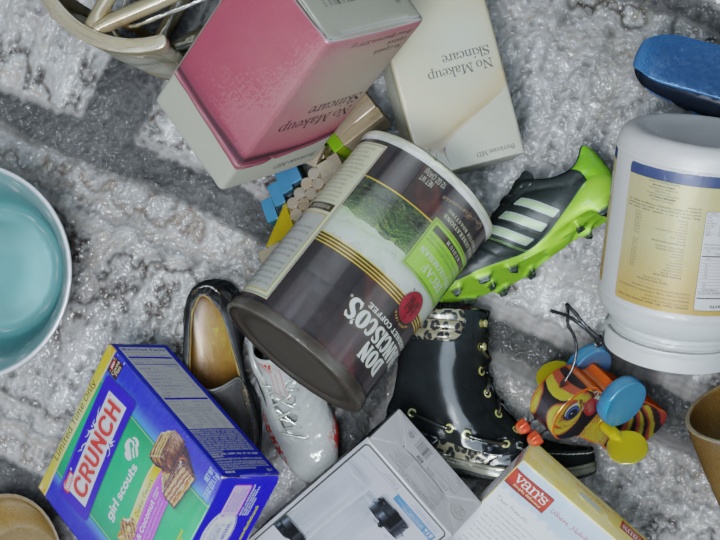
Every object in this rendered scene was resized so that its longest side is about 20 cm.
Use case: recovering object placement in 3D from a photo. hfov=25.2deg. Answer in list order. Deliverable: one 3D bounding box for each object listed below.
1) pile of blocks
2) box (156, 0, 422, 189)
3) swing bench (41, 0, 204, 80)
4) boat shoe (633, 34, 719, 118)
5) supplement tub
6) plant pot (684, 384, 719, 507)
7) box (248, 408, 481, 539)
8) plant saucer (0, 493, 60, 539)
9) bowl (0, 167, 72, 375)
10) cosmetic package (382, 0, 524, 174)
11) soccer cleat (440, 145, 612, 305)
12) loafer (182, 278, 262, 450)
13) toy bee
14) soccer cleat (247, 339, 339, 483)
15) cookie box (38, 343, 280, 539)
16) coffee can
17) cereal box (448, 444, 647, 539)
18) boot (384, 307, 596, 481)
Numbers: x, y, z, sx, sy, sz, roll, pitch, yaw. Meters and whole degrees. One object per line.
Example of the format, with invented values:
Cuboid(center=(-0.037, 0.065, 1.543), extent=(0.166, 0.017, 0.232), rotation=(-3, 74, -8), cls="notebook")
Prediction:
Cuboid(center=(-0.040, -0.085, 1.504), extent=(0.082, 0.062, 0.201), rotation=(29, 89, 23), cls="pile of blocks")
Cuboid(center=(-0.063, -0.181, 1.380), extent=(0.109, 0.127, 0.200), rotation=(54, 133, 14), cls="box")
Cuboid(center=(-0.158, -0.254, 1.443), extent=(0.200, 0.199, 0.130), rotation=(-41, 85, 6), cls="swing bench")
Cuboid(center=(0.345, -0.163, 1.446), extent=(0.199, 0.069, 0.085), rotation=(27, 81, 11), cls="boat shoe")
Cuboid(center=(0.284, -0.024, 1.400), extent=(0.143, 0.144, 0.201), rotation=(7, 109, 7), cls="supplement tub")
Cuboid(center=(0.396, 0.202, 1.402), extent=(0.185, 0.186, 0.201), rotation=(-14, 104, 8), cls="plant pot")
Cuboid(center=(0.001, 0.228, 1.451), extent=(0.117, 0.060, 0.200), rotation=(49, 129, 3), cls="box")
Cuboid(center=(-0.339, 0.314, 1.522), extent=(0.199, 0.035, 0.202), rotation=(-15, 64, 33), cls="plant saucer")
Cuboid(center=(-0.353, 0.000, 1.521), extent=(0.199, 0.105, 0.202), rotation=(0, 91, 8), cls="bowl")
Cuboid(center=(0.073, -0.188, 1.469), extent=(0.103, 0.073, 0.201), rotation=(-16, 88, -5), cls="cosmetic package")
Cuboid(center=(0.146, -0.039, 1.480), extent=(0.199, 0.067, 0.081), rotation=(-31, 63, 11), cls="soccer cleat")
Cuboid(center=(-0.137, 0.110, 1.509), extent=(0.072, 0.072, 0.202), rotation=(-10, 90, 7), cls="loafer")
Cuboid(center=(0.187, 0.114, 1.416), extent=(0.109, 0.131, 0.200), rotation=(-45, 117, 2), cls="toy bee")
Cuboid(center=(-0.069, 0.103, 1.494), extent=(0.068, 0.085, 0.201), rotation=(-14, 89, 7), cls="soccer cleat")
Cuboid(center=(-0.186, 0.191, 1.456), extent=(0.200, 0.075, 0.172), rotation=(42, 113, 37), cls="cookie box")
Cuboid(center=(0.000, 0.000, 1.404), extent=(0.146, 0.146, 0.200), rotation=(36, 75, 6), cls="coffee can")
Cuboid(center=(0.147, 0.265, 1.445), extent=(0.144, 0.040, 0.200), rotation=(41, 122, 1), cls="cereal box")
Cuboid(center=(0.120, 0.113, 1.477), extent=(0.202, 0.073, 0.155), rotation=(4, 89, 6), cls="boot")
